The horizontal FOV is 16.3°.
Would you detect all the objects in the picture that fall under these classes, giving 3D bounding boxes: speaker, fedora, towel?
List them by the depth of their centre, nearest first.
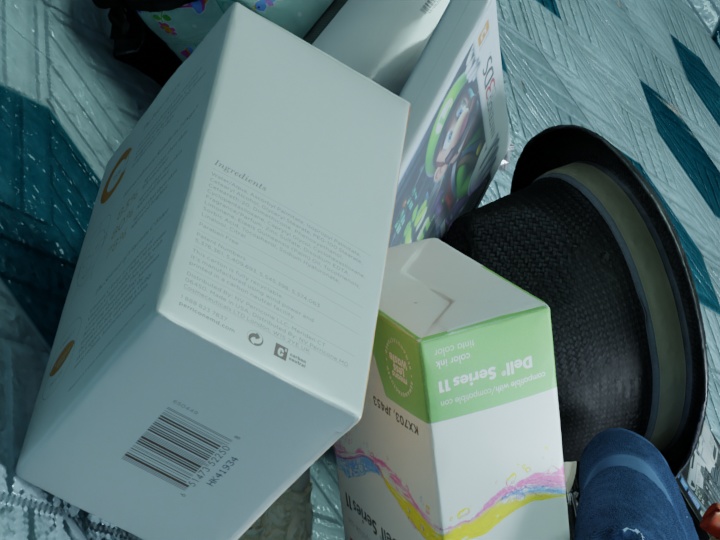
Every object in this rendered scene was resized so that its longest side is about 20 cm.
[{"bbox_3d":[0.137,0.143,1.186,0.200,0.048,0.112,-56,128,-78],"label":"towel"},{"bbox_3d":[-0.019,-0.070,1.289,0.081,0.081,0.200,48,64,-23],"label":"speaker"},{"bbox_3d":[0.099,0.028,1.321,0.091,0.201,0.201,-15,66,-25],"label":"fedora"}]

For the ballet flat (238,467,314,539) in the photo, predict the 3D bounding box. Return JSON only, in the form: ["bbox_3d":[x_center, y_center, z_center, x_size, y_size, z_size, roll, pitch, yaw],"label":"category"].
[{"bbox_3d":[-0.064,0.051,1.184,0.200,0.072,0.072,62,19,13],"label":"ballet flat"}]

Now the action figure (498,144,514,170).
[{"bbox_3d":[0.024,-0.082,1.559,0.200,0.130,0.069,-117,-150,-62],"label":"action figure"}]

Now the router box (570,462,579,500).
[{"bbox_3d":[0.157,0.213,1.478,0.150,0.062,0.200,46,21,-30],"label":"router box"}]

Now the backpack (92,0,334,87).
[{"bbox_3d":[-0.032,-0.135,1.409,0.127,0.167,0.200,4,-44,53],"label":"backpack"}]

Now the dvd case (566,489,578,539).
[{"bbox_3d":[0.139,0.216,1.244,0.146,0.022,0.200,56,13,-23],"label":"dvd case"}]

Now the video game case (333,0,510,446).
[{"bbox_3d":[0.023,-0.022,1.277,0.023,0.200,0.182,24,-17,15],"label":"video game case"}]

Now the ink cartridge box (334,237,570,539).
[{"bbox_3d":[0.040,0.099,1.144,0.117,0.067,0.200,-147,-134,-60],"label":"ink cartridge box"}]

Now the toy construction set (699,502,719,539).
[{"bbox_3d":[0.255,0.214,1.381,0.200,0.131,0.092,39,24,5],"label":"toy construction set"}]

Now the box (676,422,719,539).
[{"bbox_3d":[0.221,0.184,1.507,0.200,0.050,0.158,57,17,-2],"label":"box"}]

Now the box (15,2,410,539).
[{"bbox_3d":[-0.060,0.004,1.079,0.097,0.124,0.200,29,41,-17],"label":"box"}]

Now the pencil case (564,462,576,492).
[{"bbox_3d":[0.070,0.129,1.377,0.078,0.090,0.200,28,18,4],"label":"pencil case"}]
